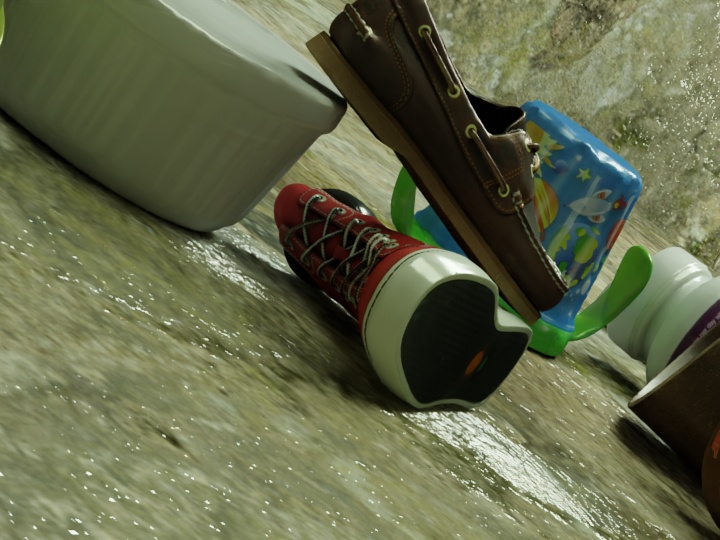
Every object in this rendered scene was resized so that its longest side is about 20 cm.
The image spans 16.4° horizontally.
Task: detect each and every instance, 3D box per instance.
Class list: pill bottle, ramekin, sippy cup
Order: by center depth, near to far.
[{"bbox_3d":[-0.111,-0.102,1.256,0.202,0.094,0.202,35,9,-6],"label":"ramekin"},{"bbox_3d":[0.113,-0.035,1.634,0.139,0.131,0.178,38,10,22],"label":"sippy cup"},{"bbox_3d":[0.269,0.073,1.720,0.200,0.113,0.112,40,10,27],"label":"pill bottle"}]

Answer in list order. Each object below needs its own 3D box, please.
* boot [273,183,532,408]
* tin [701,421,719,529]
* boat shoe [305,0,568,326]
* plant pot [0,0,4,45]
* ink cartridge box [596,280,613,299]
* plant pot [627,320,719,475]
[{"bbox_3d":[0.000,0.000,1.232,0.144,0.073,0.200,38,1,16],"label":"boot"},{"bbox_3d":[0.283,0.138,1.440,0.199,0.112,0.042,33,-2,-22],"label":"tin"},{"bbox_3d":[0.055,-0.060,1.264,0.200,0.070,0.070,52,1,-28],"label":"boat shoe"},{"bbox_3d":[-0.189,-0.204,1.011,0.200,0.184,0.201,30,30,-19],"label":"plant pot"},{"bbox_3d":[0.288,0.092,1.938,0.162,0.057,0.200,29,19,-37],"label":"ink cartridge box"},{"bbox_3d":[0.301,0.102,1.555,0.200,0.187,0.187,50,10,4],"label":"plant pot"}]
